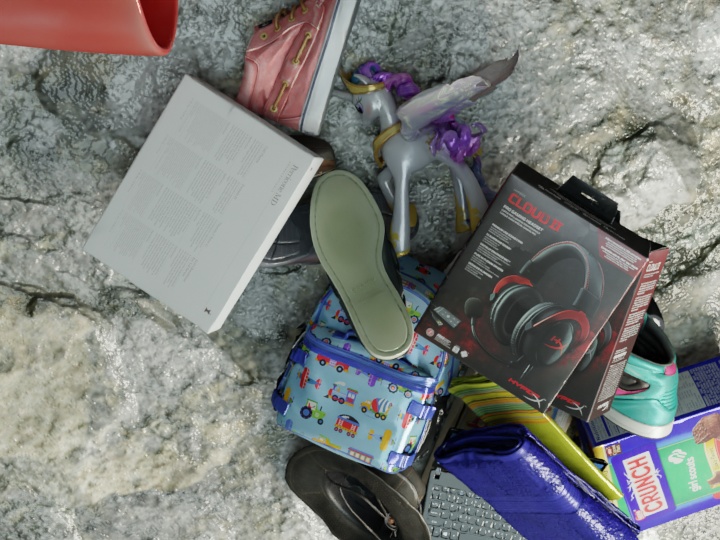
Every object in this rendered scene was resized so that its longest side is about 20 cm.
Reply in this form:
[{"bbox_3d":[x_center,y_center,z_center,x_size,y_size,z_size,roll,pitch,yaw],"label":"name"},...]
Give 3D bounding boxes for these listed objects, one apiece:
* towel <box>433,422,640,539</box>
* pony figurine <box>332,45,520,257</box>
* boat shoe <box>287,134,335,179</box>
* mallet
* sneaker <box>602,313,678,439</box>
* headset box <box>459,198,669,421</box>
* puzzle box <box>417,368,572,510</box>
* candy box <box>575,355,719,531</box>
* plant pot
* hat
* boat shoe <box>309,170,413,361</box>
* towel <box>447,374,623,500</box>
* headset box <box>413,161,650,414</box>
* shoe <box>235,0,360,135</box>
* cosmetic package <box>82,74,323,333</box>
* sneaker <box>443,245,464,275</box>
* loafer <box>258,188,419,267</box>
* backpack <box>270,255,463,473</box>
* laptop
[{"bbox_3d":[0.187,0.231,1.363,0.200,0.147,0.050,43,63,-19],"label":"towel"},{"bbox_3d":[0.073,-0.130,1.298,0.192,0.166,0.201,-16,96,28],"label":"pony figurine"},{"bbox_3d":[-0.118,-0.084,1.340,0.199,0.076,0.072,-13,117,9],"label":"boat shoe"},{"bbox_3d":[0.283,0.117,1.463,0.041,0.066,0.201,13,110,-13],"label":"mallet"},{"bbox_3d":[0.251,0.083,1.393,0.199,0.084,0.121,26,121,26],"label":"sneaker"},{"bbox_3d":[0.205,0.026,1.313,0.148,0.077,0.201,24,105,24],"label":"headset box"},{"bbox_3d":[0.153,0.206,1.506,0.132,0.025,0.201,17,109,-12],"label":"puzzle box"},{"bbox_3d":[0.353,0.197,1.477,0.199,0.077,0.170,-18,130,3],"label":"candy box"},{"bbox_3d":[-0.271,-0.285,1.185,0.176,0.201,0.201,-5,113,5],"label":"plant pot"},{"bbox_3d":[0.014,0.239,1.457,0.081,0.200,0.201,-50,115,-32],"label":"hat"},{"bbox_3d":[0.002,-0.001,1.301,0.074,0.066,0.200,-23,73,-5],"label":"boat shoe"},{"bbox_3d":[0.179,0.174,1.344,0.200,0.086,0.018,46,58,-21],"label":"towel"},{"bbox_3d":[0.165,0.006,1.227,0.148,0.075,0.200,33,108,4],"label":"headset box"},{"bbox_3d":[-0.056,-0.238,1.280,0.091,0.071,0.201,17,100,0],"label":"shoe"},{"bbox_3d":[-0.152,-0.064,1.272,0.150,0.052,0.200,34,98,7],"label":"cosmetic package"},{"bbox_3d":[0.188,0.006,1.402,0.199,0.077,0.076,-2,114,-3],"label":"sneaker"},{"bbox_3d":[-0.038,-0.040,1.361,0.199,0.063,0.072,-10,83,-26],"label":"loafer"},{"bbox_3d":[0.019,0.087,1.371,0.182,0.135,0.201,26,101,10],"label":"backpack"},{"bbox_3d":[0.159,0.273,1.449,0.176,0.103,0.201,12,97,-1],"label":"laptop"}]
